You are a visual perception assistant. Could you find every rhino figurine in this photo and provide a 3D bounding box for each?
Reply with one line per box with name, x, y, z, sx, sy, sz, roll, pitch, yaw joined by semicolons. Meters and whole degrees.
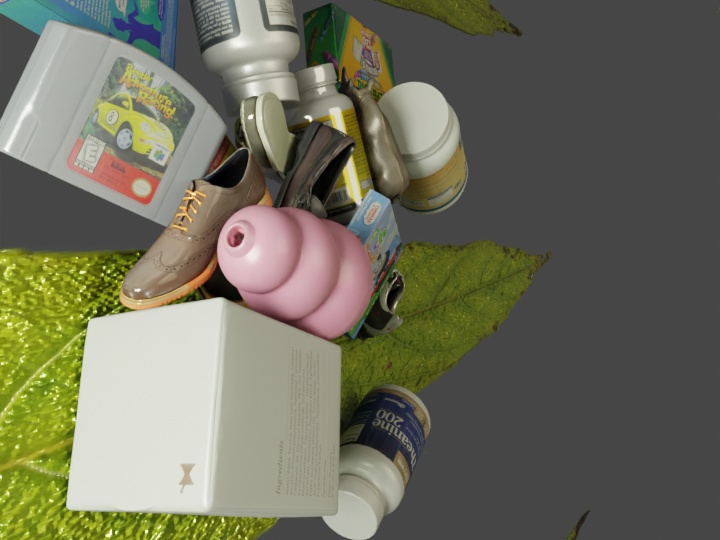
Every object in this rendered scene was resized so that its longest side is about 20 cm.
rhino figurine;0.014;-0.189;1.029;0.059;0.087;0.205;-23;96;-24

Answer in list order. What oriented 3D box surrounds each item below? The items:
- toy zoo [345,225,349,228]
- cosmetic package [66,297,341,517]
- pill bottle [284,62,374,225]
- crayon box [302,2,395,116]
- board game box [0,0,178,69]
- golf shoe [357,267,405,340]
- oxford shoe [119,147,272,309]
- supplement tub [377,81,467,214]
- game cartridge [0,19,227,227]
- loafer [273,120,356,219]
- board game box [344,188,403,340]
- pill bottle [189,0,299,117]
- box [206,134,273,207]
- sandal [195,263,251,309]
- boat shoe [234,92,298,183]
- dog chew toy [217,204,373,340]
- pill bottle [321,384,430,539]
toy zoo;-0.056;0.022;0.937;0.200;0.020;0.134;-38;152;-58
cosmetic package;-0.133;0.140;0.686;0.199;0.164;0.171;30;56;-56
pill bottle;-0.051;-0.163;0.981;0.112;0.110;0.205;-35;113;-59
crayon box;-0.013;-0.318;1.152;0.199;0.057;0.122;7;77;-62
board game box;-0.256;-0.280;0.696;0.199;0.044;0.156;25;61;-58
golf shoe;0.031;0.005;1.119;0.077;0.086;0.205;35;51;-51
oxford shoe;-0.162;-0.044;0.701;0.201;0.070;0.074;-53;147;-39
supplement tub;0.096;-0.194;1.191;0.200;0.141;0.149;56;34;-66
game cartridge;-0.214;-0.130;0.672;0.199;0.040;0.136;27;86;-52
loafer;-0.058;-0.087;0.858;0.072;0.061;0.204;89;17;-63
board game box;0.000;0.000;0.974;0.153;0.036;0.200;-60;164;-10
pill bottle;-0.134;-0.289;0.852;0.119;0.117;0.206;-20;101;-61
box;-0.141;-0.066;0.849;0.202;0.049;0.076;59;37;-35
sandal;-0.135;0.010;0.786;0.081;0.054;0.203;-31;108;-16
boat shoe;-0.112;-0.146;0.839;0.202;0.059;0.074;65;30;-81
dog chew toy;-0.067;-0.003;0.715;0.199;0.121;0.128;31;55;-61
pill bottle;0.019;0.258;1.000;0.201;0.109;0.113;-54;129;-53
